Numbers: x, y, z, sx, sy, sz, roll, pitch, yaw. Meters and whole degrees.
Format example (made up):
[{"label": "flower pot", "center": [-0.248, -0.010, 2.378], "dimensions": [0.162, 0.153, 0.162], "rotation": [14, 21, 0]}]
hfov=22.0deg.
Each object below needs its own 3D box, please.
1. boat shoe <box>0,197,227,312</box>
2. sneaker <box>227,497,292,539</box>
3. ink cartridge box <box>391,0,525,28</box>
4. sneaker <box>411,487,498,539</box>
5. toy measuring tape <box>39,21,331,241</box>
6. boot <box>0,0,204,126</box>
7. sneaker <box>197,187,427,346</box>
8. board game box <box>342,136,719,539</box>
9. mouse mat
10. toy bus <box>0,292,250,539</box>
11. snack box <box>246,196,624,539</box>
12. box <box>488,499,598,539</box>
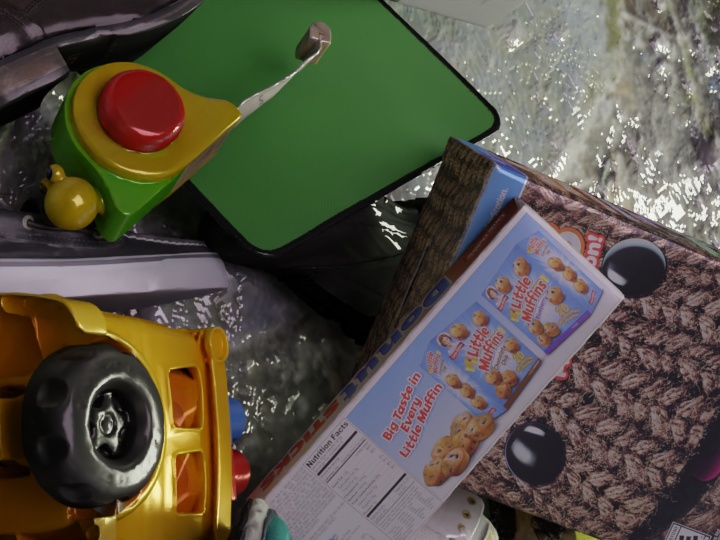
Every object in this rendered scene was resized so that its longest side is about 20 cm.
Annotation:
[{"label": "boat shoe", "center": [-0.153, -0.010, 0.903], "dimensions": [0.199, 0.068, 0.057], "rotation": [0, 81, -37]}, {"label": "sneaker", "center": [-0.026, 0.162, 0.865], "dimensions": [0.200, 0.079, 0.078], "rotation": [67, 42, -66]}, {"label": "ink cartridge box", "center": [0.014, -0.235, 1.055], "dimensions": [0.199, 0.084, 0.147], "rotation": [11, 61, -37]}, {"label": "sneaker", "center": [0.051, 0.167, 0.968], "dimensions": [0.115, 0.200, 0.074], "rotation": [-27, 141, -42]}, {"label": "toy measuring tape", "center": [-0.093, -0.086, 0.919], "dimensions": [0.200, 0.073, 0.074], "rotation": [-46, 109, -39]}, {"label": "boot", "center": [-0.173, -0.175, 0.916], "dimensions": [0.200, 0.069, 0.175], "rotation": [-33, 92, -39]}, {"label": "sneaker", "center": [0.000, 0.000, 1.024], "dimensions": [0.199, 0.076, 0.092], "rotation": [4, 88, -34]}, {"label": "board game box", "center": [0.114, 0.045, 0.978], "dimensions": [0.199, 0.097, 0.160], "rotation": [21, 97, -14]}, {"label": "mouse mat", "center": [-0.036, -0.097, 1.001], "dimensions": [0.200, 0.008, 0.161], "rotation": [-30, 68, -39]}, {"label": "toy bus", "center": [-0.120, 0.117, 0.878], "dimensions": [0.191, 0.135, 0.202], "rotation": [7, 78, -54]}, {"label": "snack box", "center": [0.036, 0.063, 0.903], "dimensions": [0.072, 0.024, 0.200], "rotation": [41, 92, -15]}, {"label": "box", "center": [0.108, 0.068, 1.093], "dimensions": [0.050, 0.075, 0.202], "rotation": [0, 80, -39]}]
